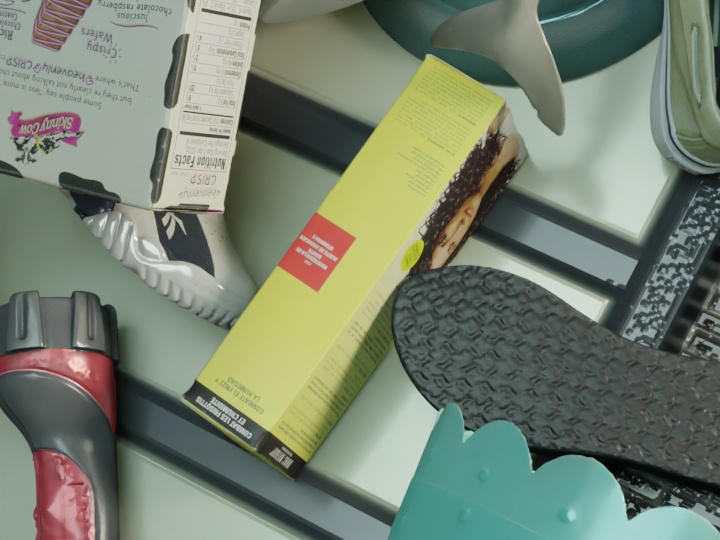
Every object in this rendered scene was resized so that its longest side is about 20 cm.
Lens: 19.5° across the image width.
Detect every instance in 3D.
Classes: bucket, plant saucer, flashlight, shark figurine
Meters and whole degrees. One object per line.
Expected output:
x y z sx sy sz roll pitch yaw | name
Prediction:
0.091 0.159 0.852 0.207 0.207 0.135 27 83 20 | bucket
0.084 -0.191 1.052 0.200 0.027 0.201 -4 71 13 | plant saucer
-0.145 0.112 0.993 0.068 0.068 0.201 -7 71 11 | flashlight
0.108 -0.181 0.961 0.089 0.128 0.215 20 59 -18 | shark figurine

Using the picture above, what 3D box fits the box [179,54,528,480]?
0.000 0.000 0.989 0.050 0.075 0.200 34 85 21 | box

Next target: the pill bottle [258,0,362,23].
-0.036 -0.229 1.004 0.113 0.113 0.201 -19 88 8 | pill bottle

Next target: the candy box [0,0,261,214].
-0.113 -0.136 0.950 0.136 0.061 0.201 15 97 30 | candy box

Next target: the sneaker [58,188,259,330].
-0.087 -0.075 1.029 0.130 0.079 0.199 -45 58 6 | sneaker

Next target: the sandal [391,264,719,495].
0.106 0.058 0.964 0.200 0.048 0.076 21 78 6 | sandal

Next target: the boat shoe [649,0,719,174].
0.177 -0.145 0.985 0.072 0.062 0.201 6 79 -18 | boat shoe
